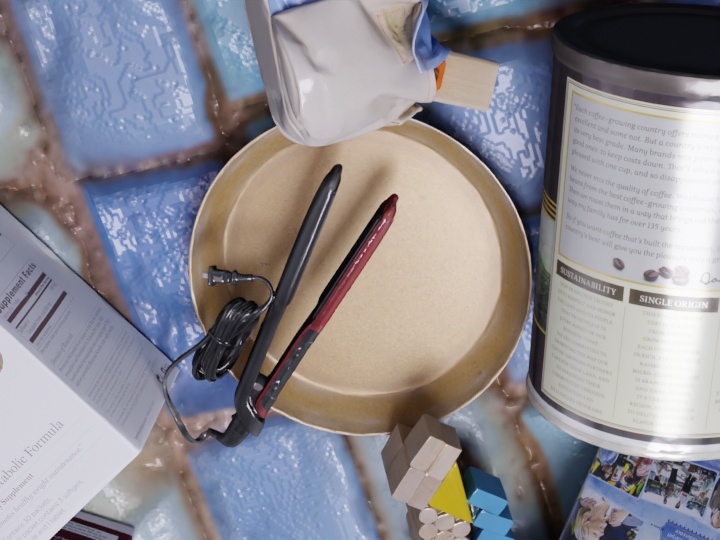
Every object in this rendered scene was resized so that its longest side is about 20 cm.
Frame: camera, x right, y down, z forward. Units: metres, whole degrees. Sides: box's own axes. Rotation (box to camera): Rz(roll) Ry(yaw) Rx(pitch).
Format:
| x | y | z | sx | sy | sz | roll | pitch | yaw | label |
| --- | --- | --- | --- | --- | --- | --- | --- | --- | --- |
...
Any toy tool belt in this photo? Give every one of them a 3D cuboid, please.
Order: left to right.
| x | y | z | sx | sy | sz | roll | pitch | yaw | label |
| --- | --- | --- | --- | --- | --- | --- | --- | --- | --- |
| -0.001 | -0.169 | 0.854 | 0.122 | 0.125 | 0.202 | -15 | 102 | -12 | toy tool belt |

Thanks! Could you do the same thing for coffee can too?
| x | y | z | sx | sy | sz | roll | pitch | yaw | label |
| --- | --- | --- | --- | --- | --- | --- | --- | --- | --- |
| 0.164 | -0.024 | 0.864 | 0.145 | 0.147 | 0.202 | 4 | 112 | 5 | coffee can |

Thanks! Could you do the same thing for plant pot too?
| x | y | z | sx | sy | sz | roll | pitch | yaw | label |
| --- | --- | --- | --- | --- | --- | --- | --- | --- | --- |
| 0.000 | 0.000 | 0.958 | 0.198 | 0.028 | 0.202 | 2 | 112 | 5 | plant pot |

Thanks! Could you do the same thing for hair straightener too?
| x | y | z | sx | sy | sz | roll | pitch | yaw | label |
| --- | --- | --- | --- | --- | --- | --- | --- | --- | --- |
| -0.057 | 0.021 | 0.944 | 0.077 | 0.041 | 0.201 | 30 | 116 | -5 | hair straightener |

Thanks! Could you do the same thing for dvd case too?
| x | y | z | sx | sy | sz | roll | pitch | yaw | label |
| --- | --- | --- | --- | --- | --- | --- | --- | --- | --- |
| 0.183 | 0.162 | 0.929 | 0.142 | 0.018 | 0.201 | 22 | 83 | 22 | dvd case |

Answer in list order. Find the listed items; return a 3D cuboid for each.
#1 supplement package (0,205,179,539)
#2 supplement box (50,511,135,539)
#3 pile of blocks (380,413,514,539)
| x | y | z | sx | sy | sz | roll | pitch | yaw | label |
| --- | --- | --- | --- | --- | --- | --- | --- | --- | --- |
| -0.222 | 0.047 | 0.957 | 0.200 | 0.110 | 0.114 | 43 | 110 | -11 | supplement package |
| -0.209 | 0.211 | 0.972 | 0.108 | 0.200 | 0.061 | 17 | 113 | -1 | supplement box |
| 0.061 | 0.161 | 1.000 | 0.081 | 0.062 | 0.202 | -11 | 120 | -3 | pile of blocks |
